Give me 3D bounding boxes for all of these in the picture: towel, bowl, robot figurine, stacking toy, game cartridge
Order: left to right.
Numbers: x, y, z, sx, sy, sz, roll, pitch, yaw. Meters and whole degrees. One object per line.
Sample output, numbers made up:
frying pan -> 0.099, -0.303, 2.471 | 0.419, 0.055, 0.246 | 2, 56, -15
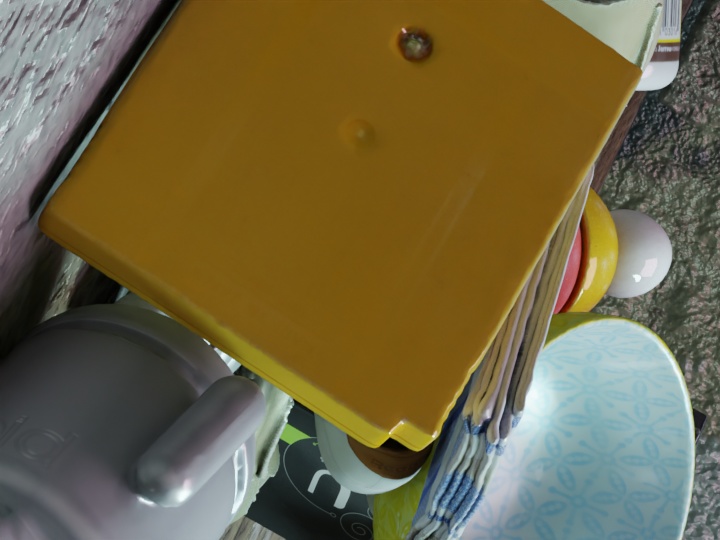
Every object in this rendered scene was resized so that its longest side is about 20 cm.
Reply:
robot figurine -> -0.112, 0.087, 1.134 | 0.169, 0.113, 0.200 | -20, -161, 33
game cartridge -> -0.005, -0.049, 1.151 | 0.200, 0.176, 0.032 | -58, -174, -23
towel -> 0.054, 0.049, 1.254 | 0.200, 0.024, 0.147 | 110, -1, -61
bowl -> 0.068, 0.109, 1.460 | 0.200, 0.108, 0.201 | -18, 115, -43
stacking toy -> 0.089, -0.010, 1.547 | 0.200, 0.146, 0.146 | 3, 123, -34

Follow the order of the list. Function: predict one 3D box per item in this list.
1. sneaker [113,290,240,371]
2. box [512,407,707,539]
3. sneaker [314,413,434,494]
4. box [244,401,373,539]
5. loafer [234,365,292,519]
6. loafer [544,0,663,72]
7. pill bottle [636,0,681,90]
sneaker -> -0.114, 0.074, 1.303 | 0.080, 0.070, 0.200 | -28, 148, -43
box -> 0.096, 0.144, 1.590 | 0.200, 0.106, 0.122 | -60, 174, 5
sneaker -> 0.000, 0.000, 1.344 | 0.073, 0.200, 0.085 | -14, 172, -16
box -> 0.007, 0.047, 1.621 | 0.200, 0.148, 0.124 | -55, 171, -37
loafer -> -0.072, 0.072, 1.390 | 0.068, 0.076, 0.200 | -29, 162, -35
loafer -> 0.106, -0.138, 1.346 | 0.068, 0.076, 0.200 | -58, 165, -46
pill bottle -> 0.110, -0.193, 1.469 | 0.109, 0.109, 0.200 | -23, 115, -78
